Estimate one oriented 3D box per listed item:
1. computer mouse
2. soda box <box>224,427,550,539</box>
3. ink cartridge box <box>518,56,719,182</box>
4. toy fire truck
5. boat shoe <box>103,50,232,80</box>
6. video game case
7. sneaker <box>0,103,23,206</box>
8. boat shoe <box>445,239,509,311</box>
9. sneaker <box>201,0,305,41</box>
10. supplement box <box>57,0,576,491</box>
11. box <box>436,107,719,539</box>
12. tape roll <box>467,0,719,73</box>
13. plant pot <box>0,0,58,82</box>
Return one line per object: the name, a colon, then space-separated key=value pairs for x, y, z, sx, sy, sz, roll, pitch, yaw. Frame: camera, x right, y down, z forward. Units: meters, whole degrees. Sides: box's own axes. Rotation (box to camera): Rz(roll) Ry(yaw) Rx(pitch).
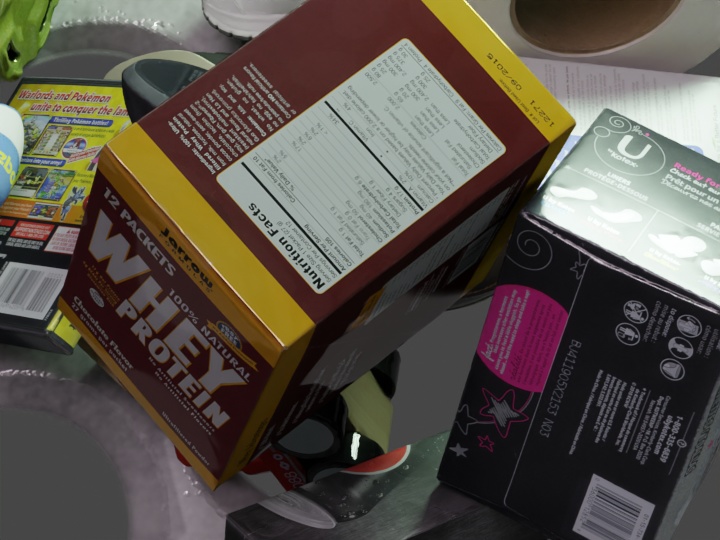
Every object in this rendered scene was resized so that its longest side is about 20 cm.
computer mouse: x=-0.051 y=-0.061 z=1.640 sx=0.199 sy=0.139 sz=0.053 roll=23 pitch=111 yaw=4
soda box: x=0.022 y=0.144 z=1.556 sx=0.199 sy=0.064 sz=0.071 roll=-18 pitch=41 yaw=-34
ink cartridge box: x=0.137 y=-0.074 z=1.669 sx=0.199 sy=0.037 sz=0.095 roll=6 pitch=61 yaw=-13
toy fire truck: x=-0.095 y=0.053 z=1.644 sx=0.199 sy=0.176 sz=0.129 roll=-12 pitch=47 yaw=24
boat shoe: x=-0.071 y=-0.101 z=1.776 sx=0.200 sy=0.063 sz=0.074 roll=0 pitch=93 yaw=27
video game case: x=-0.193 y=-0.038 z=1.744 sx=0.199 sy=0.025 sz=0.181 roll=7 pitch=62 yaw=51
sneaker: x=-0.285 y=-0.059 z=1.786 sx=0.199 sy=0.074 sz=0.083 roll=-5 pitch=50 yaw=39
boat shoe: x=0.000 y=0.000 z=1.680 sx=0.199 sy=0.073 sz=0.075 roll=-5 pitch=105 yaw=21
sneaker: x=-0.027 y=-0.181 z=1.759 sx=0.199 sy=0.074 sz=0.088 roll=11 pitch=108 yaw=47
supplement box: x=-0.028 y=-0.026 z=1.443 sx=0.200 sy=0.197 sz=0.133 roll=-37 pitch=79 yaw=-25
box: x=0.139 y=0.040 z=1.499 sx=0.132 sy=0.201 sz=0.115 roll=27 pitch=43 yaw=13
tape roll: x=0.128 y=-0.213 z=1.689 sx=0.202 sy=0.203 sz=0.140 roll=-16 pitch=55 yaw=7
plant pot: x=-0.296 y=-0.201 z=1.831 sx=0.189 sy=0.200 sz=0.201 roll=14 pitch=67 yaw=10
